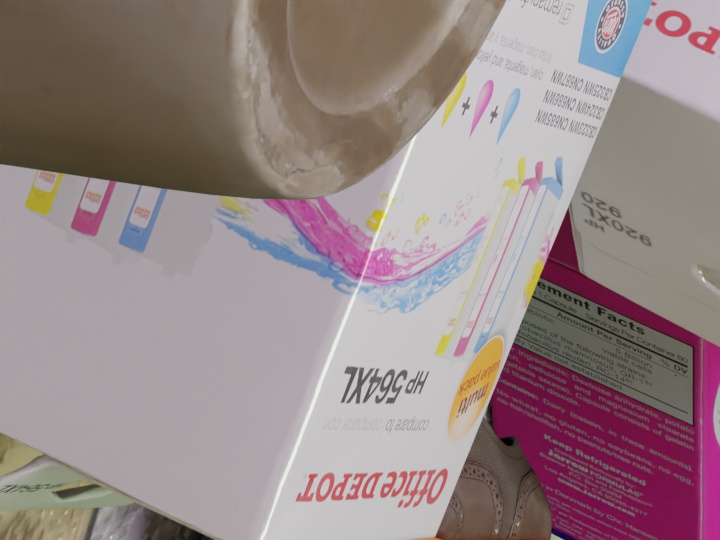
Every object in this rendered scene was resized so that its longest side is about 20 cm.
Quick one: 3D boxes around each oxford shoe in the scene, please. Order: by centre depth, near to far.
[{"bbox_3d":[0.007,0.078,1.034,0.200,0.071,0.073,22,59,-61],"label":"oxford shoe"}]

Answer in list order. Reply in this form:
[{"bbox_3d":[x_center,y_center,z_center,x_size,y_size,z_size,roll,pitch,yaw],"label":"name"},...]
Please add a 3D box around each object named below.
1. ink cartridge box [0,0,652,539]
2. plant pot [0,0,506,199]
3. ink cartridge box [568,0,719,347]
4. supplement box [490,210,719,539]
[{"bbox_3d":[-0.027,-0.020,0.751,0.129,0.125,0.200,6,106,-67],"label":"ink cartridge box"},{"bbox_3d":[-0.062,-0.096,0.536,0.200,0.173,0.200,-49,154,-35],"label":"plant pot"},{"bbox_3d":[0.173,-0.074,0.910,0.200,0.147,0.145,-54,155,-20],"label":"ink cartridge box"},{"bbox_3d":[0.116,0.026,1.155,0.101,0.103,0.200,-53,156,-28],"label":"supplement box"}]
